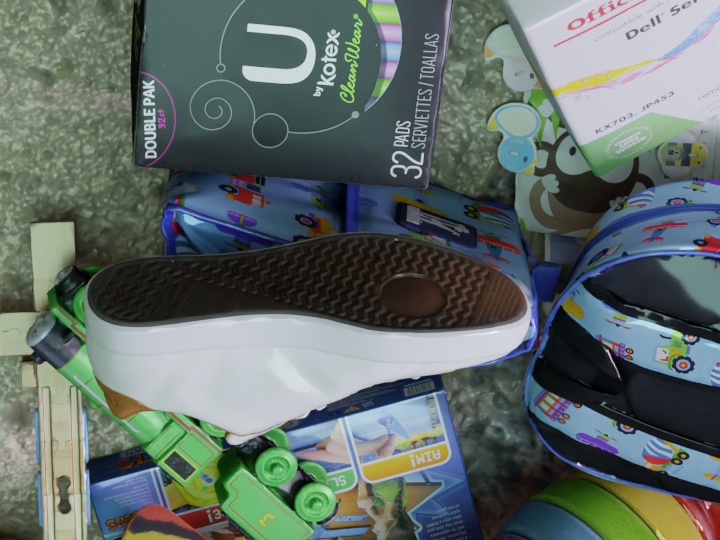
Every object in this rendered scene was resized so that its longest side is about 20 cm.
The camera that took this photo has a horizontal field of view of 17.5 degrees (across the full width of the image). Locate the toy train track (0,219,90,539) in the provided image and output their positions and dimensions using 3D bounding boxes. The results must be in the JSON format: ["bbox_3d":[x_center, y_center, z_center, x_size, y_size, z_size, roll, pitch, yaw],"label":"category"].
[{"bbox_3d":[-0.157,0.073,1.231,0.115,0.033,0.200,-2,97,-5],"label":"toy train track"}]

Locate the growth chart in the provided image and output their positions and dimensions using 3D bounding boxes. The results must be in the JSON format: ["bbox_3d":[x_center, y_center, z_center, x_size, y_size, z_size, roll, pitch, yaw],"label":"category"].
[{"bbox_3d":[0.140,-0.065,1.235,0.145,0.018,0.200,-8,109,-2],"label":"growth chart"}]

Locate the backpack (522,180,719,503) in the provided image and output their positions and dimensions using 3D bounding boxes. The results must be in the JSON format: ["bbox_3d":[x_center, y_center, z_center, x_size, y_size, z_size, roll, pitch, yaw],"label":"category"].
[{"bbox_3d":[0.186,0.031,1.168,0.200,0.135,0.183,12,134,-5],"label":"backpack"}]

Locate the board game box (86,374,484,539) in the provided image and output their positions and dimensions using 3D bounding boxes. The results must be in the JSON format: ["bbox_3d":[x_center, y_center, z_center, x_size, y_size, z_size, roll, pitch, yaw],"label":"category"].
[{"bbox_3d":[-0.036,0.143,1.281,0.200,0.034,0.135,-14,110,0],"label":"board game box"}]

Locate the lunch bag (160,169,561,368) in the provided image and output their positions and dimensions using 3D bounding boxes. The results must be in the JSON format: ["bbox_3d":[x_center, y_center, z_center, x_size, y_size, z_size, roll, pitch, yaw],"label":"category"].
[{"bbox_3d":[0.000,0.000,1.165,0.200,0.151,0.094,7,109,-4],"label":"lunch bag"}]

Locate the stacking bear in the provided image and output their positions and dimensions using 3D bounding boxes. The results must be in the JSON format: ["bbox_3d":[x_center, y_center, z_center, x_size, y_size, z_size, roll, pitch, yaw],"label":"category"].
[{"bbox_3d":[0.141,0.149,1.247,0.200,0.114,0.121,-37,69,-23],"label":"stacking bear"}]

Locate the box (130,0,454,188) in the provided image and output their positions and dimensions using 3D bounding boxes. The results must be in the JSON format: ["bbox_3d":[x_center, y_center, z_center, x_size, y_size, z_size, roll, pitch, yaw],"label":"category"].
[{"bbox_3d":[-0.032,-0.156,1.128,0.148,0.124,0.200,4,111,-8],"label":"box"}]

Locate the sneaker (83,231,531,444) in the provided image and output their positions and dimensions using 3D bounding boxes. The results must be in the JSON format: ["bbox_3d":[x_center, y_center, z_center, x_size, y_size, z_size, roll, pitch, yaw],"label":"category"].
[{"bbox_3d":[-0.024,0.035,1.071,0.200,0.073,0.085,0,130,-1],"label":"sneaker"}]

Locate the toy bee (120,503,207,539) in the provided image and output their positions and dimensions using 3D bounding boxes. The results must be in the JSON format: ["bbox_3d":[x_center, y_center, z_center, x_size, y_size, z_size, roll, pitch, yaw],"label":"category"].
[{"bbox_3d":[-0.050,0.207,1.203,0.200,0.109,0.131,17,146,19],"label":"toy bee"}]

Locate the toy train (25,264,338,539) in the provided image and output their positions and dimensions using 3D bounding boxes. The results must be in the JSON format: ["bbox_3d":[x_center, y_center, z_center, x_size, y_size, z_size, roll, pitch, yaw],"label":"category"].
[{"bbox_3d":[-0.092,0.075,1.205,0.056,0.042,0.200,-44,110,6],"label":"toy train"}]

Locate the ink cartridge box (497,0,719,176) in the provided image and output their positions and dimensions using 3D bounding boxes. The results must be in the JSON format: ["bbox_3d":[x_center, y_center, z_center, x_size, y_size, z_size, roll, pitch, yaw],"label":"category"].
[{"bbox_3d":[0.126,-0.135,1.105,0.117,0.067,0.200,-29,151,6],"label":"ink cartridge box"}]
